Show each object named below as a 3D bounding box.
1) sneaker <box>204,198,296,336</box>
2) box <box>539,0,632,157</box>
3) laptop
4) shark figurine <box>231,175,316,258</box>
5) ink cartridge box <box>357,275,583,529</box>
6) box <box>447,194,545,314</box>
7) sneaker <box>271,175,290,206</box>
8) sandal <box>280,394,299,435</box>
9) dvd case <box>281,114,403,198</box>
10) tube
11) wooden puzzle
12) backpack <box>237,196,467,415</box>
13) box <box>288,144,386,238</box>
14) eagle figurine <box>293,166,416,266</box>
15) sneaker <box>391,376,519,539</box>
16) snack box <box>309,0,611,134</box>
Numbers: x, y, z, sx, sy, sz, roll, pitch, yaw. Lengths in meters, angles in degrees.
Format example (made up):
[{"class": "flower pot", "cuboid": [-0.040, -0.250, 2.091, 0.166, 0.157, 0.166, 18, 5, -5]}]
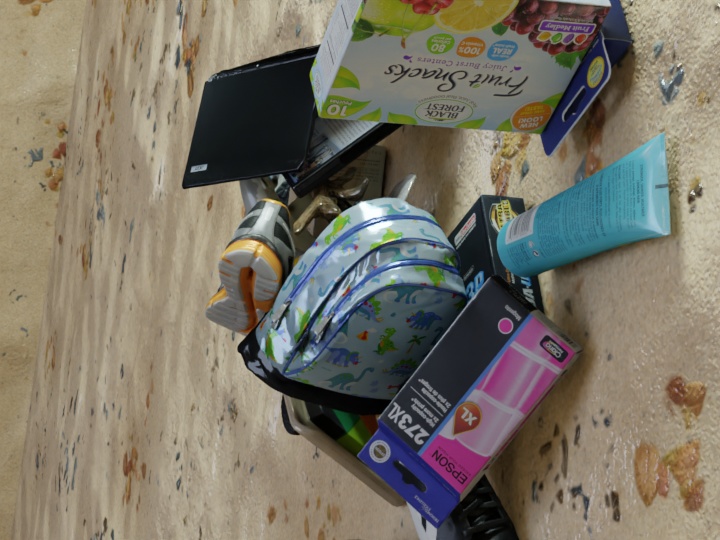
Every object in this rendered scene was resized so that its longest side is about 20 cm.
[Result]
[{"class": "sneaker", "cuboid": [-0.095, 0.006, 1.504, 0.200, 0.078, 0.078, 114, 175, -62]}, {"class": "box", "cuboid": [0.169, -0.205, 1.325, 0.121, 0.032, 0.201, 124, 144, -52]}, {"class": "laptop", "cuboid": [-0.066, -0.166, 1.622, 0.176, 0.199, 0.104, -5, 104, 42]}, {"class": "shark figurine", "cuboid": [-0.106, -0.069, 1.664, 0.089, 0.128, 0.216, -35, 72, 39]}, {"class": "ink cartridge box", "cuboid": [0.085, 0.110, 1.314, 0.095, 0.037, 0.200, 41, 106, 14]}, {"class": "box", "cuboid": [0.099, 0.050, 1.438, 0.200, 0.046, 0.160, 127, 142, -55]}, {"class": "sneaker", "cuboid": [-0.075, -0.097, 1.906, 0.086, 0.077, 0.201, 180, 101, -81]}, {"class": "sandal", "cuboid": [-0.057, 0.105, 1.852, 0.201, 0.045, 0.075, -87, 21, -46]}, {"class": "dvd case", "cuboid": [0.001, -0.156, 1.578, 0.018, 0.199, 0.143, 55, 180, -28]}, {"class": "tube", "cuboid": [0.179, -0.042, 1.259, 0.200, 0.050, 0.078, -27, 65, 60]}, {"class": "wooden puzzle", "cuboid": [-0.028, 0.125, 1.612, 0.037, 0.185, 0.201, -35, 46, 12]}, {"class": "backpack", "cuboid": [0.008, 0.032, 1.421, 0.201, 0.162, 0.154, -63, 32, 16]}, {"class": "box", "cuboid": [-0.032, -0.043, 1.752, 0.095, 0.077, 0.202, -163, 78, -67]}, {"class": "eagle figurine", "cuboid": [-0.006, 0.000, 1.580, 0.150, 0.152, 0.201, 12, 133, 51]}, {"class": "sneaker", "cuboid": [0.080, 0.173, 1.363, 0.200, 0.073, 0.112, 51, 145, 35]}, {"class": "snack box", "cuboid": [0.075, -0.177, 1.248, 0.143, 0.199, 0.053, 117, 148, -46]}]
